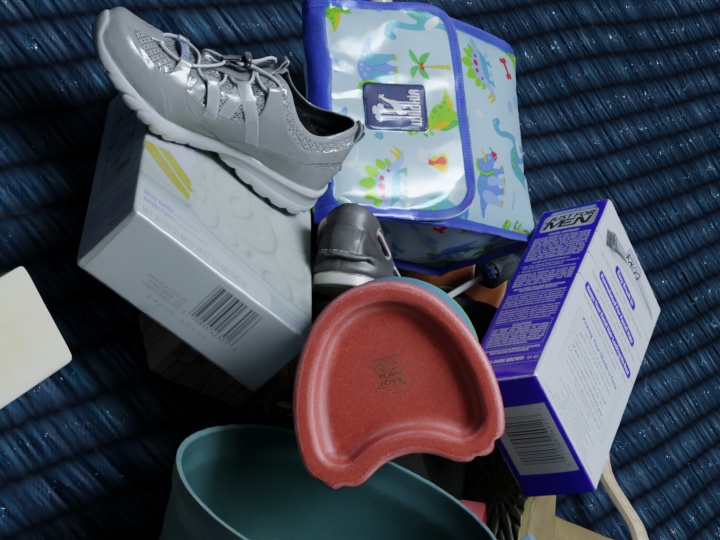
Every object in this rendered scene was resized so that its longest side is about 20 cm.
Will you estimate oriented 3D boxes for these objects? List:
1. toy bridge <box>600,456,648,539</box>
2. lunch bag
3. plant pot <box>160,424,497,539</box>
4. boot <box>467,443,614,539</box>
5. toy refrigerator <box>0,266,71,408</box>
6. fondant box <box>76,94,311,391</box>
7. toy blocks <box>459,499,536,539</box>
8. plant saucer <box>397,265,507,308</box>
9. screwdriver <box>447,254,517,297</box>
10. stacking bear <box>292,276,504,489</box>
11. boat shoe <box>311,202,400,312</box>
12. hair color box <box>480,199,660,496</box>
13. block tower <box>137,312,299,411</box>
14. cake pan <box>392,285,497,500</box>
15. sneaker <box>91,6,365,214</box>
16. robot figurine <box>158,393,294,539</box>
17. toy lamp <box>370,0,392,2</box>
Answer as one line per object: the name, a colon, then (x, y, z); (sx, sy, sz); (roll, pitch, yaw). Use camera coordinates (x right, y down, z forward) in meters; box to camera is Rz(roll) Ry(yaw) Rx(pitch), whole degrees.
toy bridge: (0.212, 0.251, 1.309); (0.027, 0.067, 0.202); (22, 58, -49)
lunch bag: (0.033, -0.100, 1.151); (0.199, 0.127, 0.172); (13, 66, -46)
plant pot: (-0.031, 0.195, 0.896); (0.199, 0.200, 0.135); (5, 110, -48)
boot: (0.155, 0.202, 1.222); (0.200, 0.066, 0.176); (32, 71, -49)
toy refrigerator: (-0.258, 0.071, 0.840); (0.200, 0.076, 0.070); (-37, 103, -49)
fondant box: (-0.102, -0.036, 1.011); (0.144, 0.058, 0.201); (38, 25, -25)
toy blocks: (0.089, 0.240, 1.080); (0.200, 0.136, 0.100); (52, 2, 16)
plant saucer: (0.049, -0.038, 1.269); (0.200, 0.032, 0.202); (22, 60, -43)
screwdriver: (0.092, 0.008, 1.209); (0.200, 0.029, 0.028); (-29, 113, -72)
stacking bear: (0.026, 0.061, 0.982); (0.200, 0.120, 0.115); (3, 74, -84)
boat shoe: (0.000, 0.000, 1.095); (0.200, 0.066, 0.058); (77, 22, -80)
hair color box: (0.150, 0.053, 1.120); (0.110, 0.064, 0.200); (61, 40, -26)
block tower: (-0.064, 0.065, 1.068); (0.199, 0.058, 0.054); (31, 29, -39)
cake pan: (0.079, 0.112, 1.206); (0.200, 0.037, 0.202); (6, 83, -52)
sneaker: (-0.083, -0.118, 0.992); (0.199, 0.082, 0.075); (30, 29, -36)
robot figurine: (-0.055, 0.175, 1.014); (0.200, 0.058, 0.145); (-45, 110, -29)
toy lamp: (0.015, -0.256, 1.302); (0.058, 0.058, 0.202); (23, 59, -41)
